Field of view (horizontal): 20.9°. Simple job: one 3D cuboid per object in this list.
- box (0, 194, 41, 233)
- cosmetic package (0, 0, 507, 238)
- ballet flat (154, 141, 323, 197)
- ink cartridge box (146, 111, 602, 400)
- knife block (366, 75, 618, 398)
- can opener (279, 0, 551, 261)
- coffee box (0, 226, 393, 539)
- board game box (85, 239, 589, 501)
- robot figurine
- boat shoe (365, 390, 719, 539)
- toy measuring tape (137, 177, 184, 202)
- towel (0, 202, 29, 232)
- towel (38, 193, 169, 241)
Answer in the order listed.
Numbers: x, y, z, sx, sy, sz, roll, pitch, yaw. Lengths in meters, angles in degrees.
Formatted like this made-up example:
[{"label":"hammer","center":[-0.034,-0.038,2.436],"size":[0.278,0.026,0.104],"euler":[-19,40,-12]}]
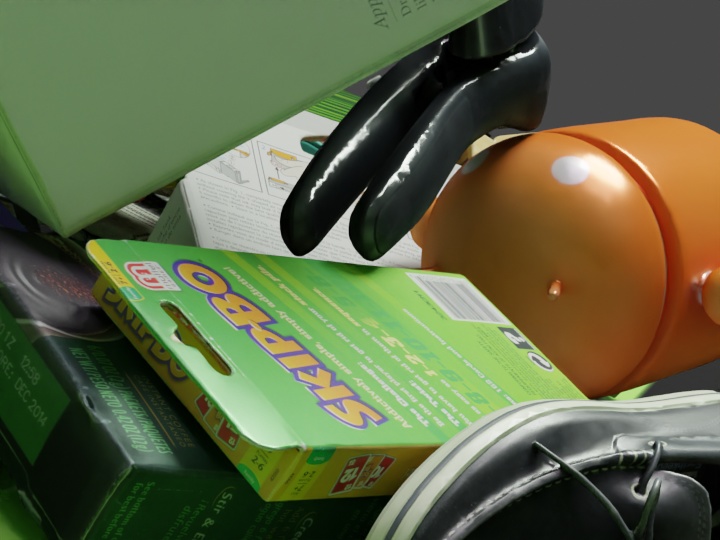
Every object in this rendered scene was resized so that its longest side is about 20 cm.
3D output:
[{"label":"box","center":[-0.225,-0.045,0.823],"size":[0.159,0.044,0.200],"euler":[18,10,-20]},{"label":"cosmetic package","center":[-0.063,-0.117,0.705],"size":[0.199,0.124,0.199],"euler":[-28,14,-12]},{"label":"ballet flat","center":[-0.052,-0.048,0.997],"size":[0.199,0.071,0.065],"euler":[29,4,19]},{"label":"ink cartridge box","center":[0.000,0.000,0.886],"size":[0.199,0.045,0.177],"euler":[17,32,-26]},{"label":"knife block","center":[0.067,-0.016,1.066],"size":[0.175,0.064,0.201],"euler":[-12,63,-52]},{"label":"can opener","center":[0.020,-0.059,0.746],"size":[0.063,0.079,0.200],"euler":[-2,31,31]},{"label":"coffee box","center":[-0.037,0.046,0.643],"size":[0.199,0.044,0.123],"euler":[12,29,-46]},{"label":"board game box","center":[0.001,0.032,0.627],"size":[0.096,0.030,0.199],"euler":[46,21,31]},{"label":"robot figurine","center":[0.106,-0.006,0.834],"size":[0.199,0.117,0.144],"euler":[-11,58,-50]},{"label":"boat shoe","center":[0.079,0.082,0.618],"size":[0.199,0.075,0.062],"euler":[-7,31,-42]},{"label":"toy measuring tape","center":[-0.138,-0.075,0.901],"size":[0.199,0.074,0.073],"euler":[11,13,-45]},{"label":"towel","center":[-0.163,-0.012,0.671],"size":[0.200,0.023,0.143],"euler":[42,22,20]},{"label":"towel","center":[-0.071,-0.006,1.013],"size":[0.199,0.035,0.192],"euler":[28,14,22]}]
